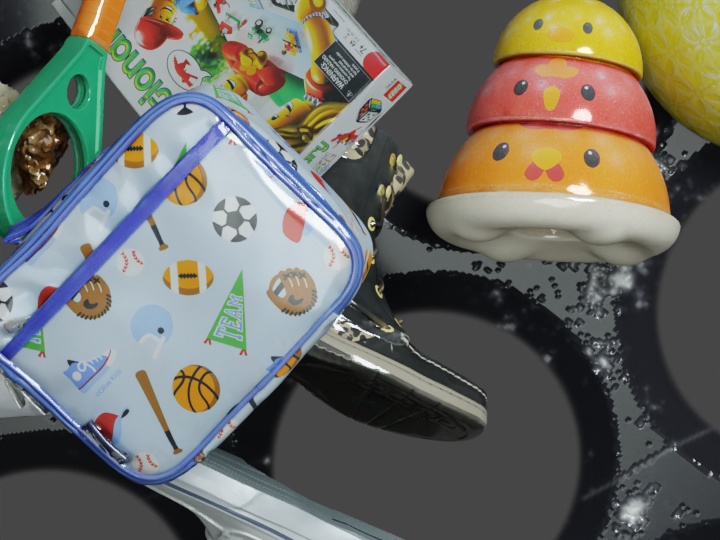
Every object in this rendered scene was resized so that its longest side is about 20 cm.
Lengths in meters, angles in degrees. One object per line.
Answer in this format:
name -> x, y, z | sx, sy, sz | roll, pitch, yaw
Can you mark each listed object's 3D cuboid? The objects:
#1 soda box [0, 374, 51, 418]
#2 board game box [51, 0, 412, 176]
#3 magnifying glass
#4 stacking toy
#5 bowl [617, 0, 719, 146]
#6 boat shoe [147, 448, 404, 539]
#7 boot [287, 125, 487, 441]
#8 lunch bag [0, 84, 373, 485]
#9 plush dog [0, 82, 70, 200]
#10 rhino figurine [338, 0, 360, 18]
soda box -> -0.155, 0.049, 1.389 | 0.200, 0.070, 0.064 | -4, 96, -2
board game box -> -0.076, -0.128, 1.324 | 0.126, 0.035, 0.200 | -44, 60, 8
magnifying glass -> -0.159, -0.107, 1.306 | 0.022, 0.080, 0.200 | 9, 73, 34
stacking toy -> 0.116, -0.108, 1.357 | 0.146, 0.146, 0.200 | 4, 82, -1
bowl -> 0.253, -0.158, 1.344 | 0.200, 0.108, 0.201 | 0, 99, -1
boat shoe -> -0.058, 0.163, 1.407 | 0.200, 0.074, 0.067 | 26, 95, -6
boot -> 0.000, 0.000, 1.353 | 0.200, 0.073, 0.151 | 25, 61, -11
lunch bag -> -0.104, 0.007, 1.243 | 0.160, 0.076, 0.200 | 45, 102, -4
plush dog -> -0.259, -0.099, 1.349 | 0.200, 0.161, 0.172 | -17, 116, 26
rhino figurine -> 0.019, -0.203, 1.356 | 0.200, 0.060, 0.087 | -45, 77, 7
